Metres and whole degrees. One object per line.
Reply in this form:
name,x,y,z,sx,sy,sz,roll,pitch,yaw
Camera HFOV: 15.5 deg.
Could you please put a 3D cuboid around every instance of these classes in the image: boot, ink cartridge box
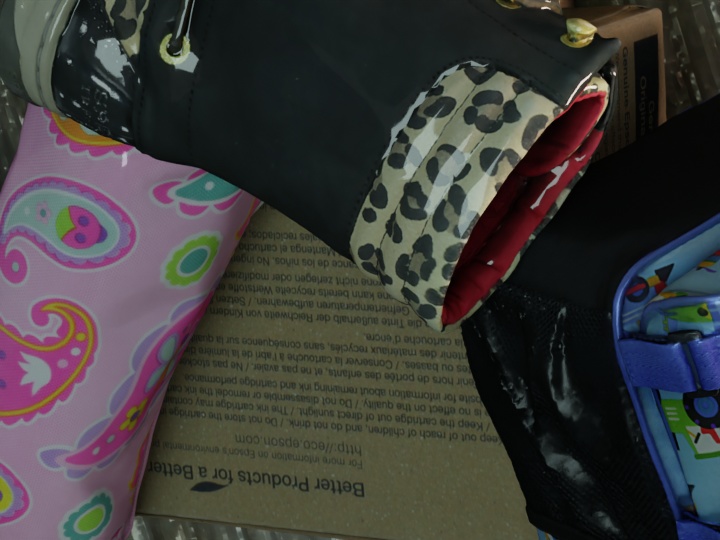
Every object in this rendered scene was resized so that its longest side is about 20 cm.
boot,0.015,-0.098,0.702,0.153,0.073,0.204,33,86,21
ink cartridge box,0.000,0.000,0.854,0.199,0.075,0.166,3,105,30

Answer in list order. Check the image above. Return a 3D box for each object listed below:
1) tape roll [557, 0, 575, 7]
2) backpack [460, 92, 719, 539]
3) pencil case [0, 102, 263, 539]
tape roll,0.117,-0.083,0.861,0.202,0.037,0.204,3,100,14
backpack,0.136,0.052,0.745,0.182,0.134,0.201,-27,111,-24
pencil case,-0.081,0.008,0.813,0.087,0.087,0.200,30,115,8
